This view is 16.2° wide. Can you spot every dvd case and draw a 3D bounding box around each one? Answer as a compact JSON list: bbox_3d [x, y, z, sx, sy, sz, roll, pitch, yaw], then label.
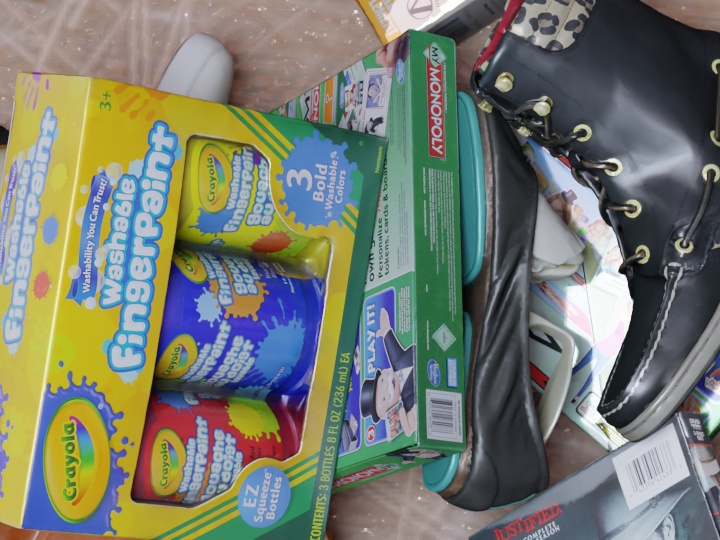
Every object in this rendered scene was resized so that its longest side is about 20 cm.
[{"bbox_3d":[0.131,0.184,1.153,0.146,0.022,0.200,-36,62,37],"label":"dvd case"}]

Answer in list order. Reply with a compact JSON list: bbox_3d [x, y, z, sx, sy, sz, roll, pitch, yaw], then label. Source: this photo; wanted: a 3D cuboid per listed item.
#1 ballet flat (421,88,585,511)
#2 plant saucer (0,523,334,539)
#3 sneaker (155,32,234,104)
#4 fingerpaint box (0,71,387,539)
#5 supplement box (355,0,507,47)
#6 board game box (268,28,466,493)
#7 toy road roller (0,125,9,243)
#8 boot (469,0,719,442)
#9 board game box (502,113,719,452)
[{"bbox_3d":[0.067,0.015,1.198,0.068,0.068,0.200,7,82,-20],"label":"ballet flat"},{"bbox_3d":[-0.101,0.175,1.277,0.200,0.032,0.201,1,94,12],"label":"plant saucer"},{"bbox_3d":[-0.079,-0.017,1.278,0.085,0.073,0.200,17,101,10],"label":"sneaker"},{"bbox_3d":[-0.085,0.022,1.156,0.073,0.167,0.200,8,89,54],"label":"fingerpaint box"},{"bbox_3d":[0.071,-0.206,1.253,0.200,0.074,0.126,-33,81,8],"label":"supplement box"},{"bbox_3d":[0.000,0.000,1.214,0.029,0.135,0.200,9,72,-30],"label":"board game box"},{"bbox_3d":[-0.194,0.008,1.247,0.200,0.123,0.146,9,105,51],"label":"toy road roller"},{"bbox_3d":[0.111,-0.039,1.161,0.154,0.073,0.204,29,71,-9],"label":"boot"},{"bbox_3d":[0.116,-0.006,1.245,0.200,0.029,0.135,41,96,12],"label":"board game box"}]
